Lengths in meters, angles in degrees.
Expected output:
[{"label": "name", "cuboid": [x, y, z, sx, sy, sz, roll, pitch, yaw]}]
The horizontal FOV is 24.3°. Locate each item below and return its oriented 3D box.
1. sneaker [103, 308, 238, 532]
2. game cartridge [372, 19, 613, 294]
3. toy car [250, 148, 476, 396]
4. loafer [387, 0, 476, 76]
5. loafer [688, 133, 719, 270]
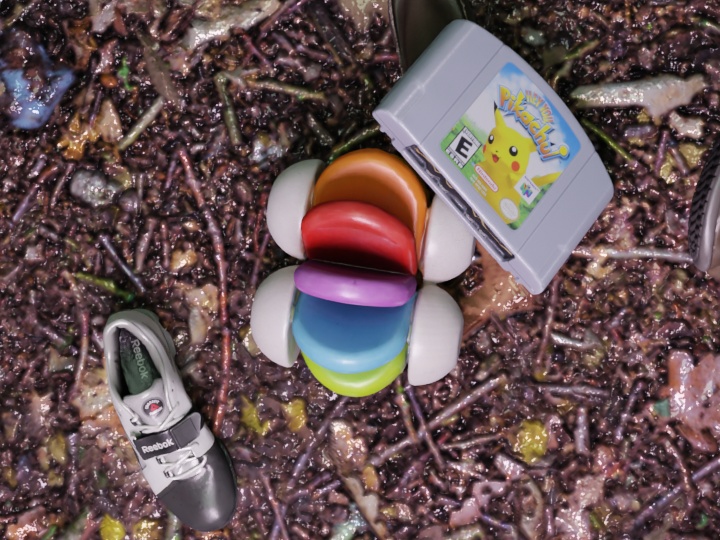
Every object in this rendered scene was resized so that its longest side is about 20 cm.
[{"label": "sneaker", "cuboid": [-0.167, 0.127, 1.386, 0.073, 0.089, 0.202, -28, 85, 3]}, {"label": "game cartridge", "cuboid": [0.114, -0.097, 1.342, 0.200, 0.040, 0.134, 47, 60, -14]}, {"label": "toy car", "cuboid": [0.000, 0.000, 1.341, 0.173, 0.150, 0.203, 9, 87, 7]}, {"label": "loafer", "cuboid": [0.070, -0.167, 1.384, 0.072, 0.071, 0.202, -17, 84, 5]}, {"label": "loafer", "cuboid": [0.321, -0.091, 1.342, 0.070, 0.073, 0.202, 19, 92, 1]}]
